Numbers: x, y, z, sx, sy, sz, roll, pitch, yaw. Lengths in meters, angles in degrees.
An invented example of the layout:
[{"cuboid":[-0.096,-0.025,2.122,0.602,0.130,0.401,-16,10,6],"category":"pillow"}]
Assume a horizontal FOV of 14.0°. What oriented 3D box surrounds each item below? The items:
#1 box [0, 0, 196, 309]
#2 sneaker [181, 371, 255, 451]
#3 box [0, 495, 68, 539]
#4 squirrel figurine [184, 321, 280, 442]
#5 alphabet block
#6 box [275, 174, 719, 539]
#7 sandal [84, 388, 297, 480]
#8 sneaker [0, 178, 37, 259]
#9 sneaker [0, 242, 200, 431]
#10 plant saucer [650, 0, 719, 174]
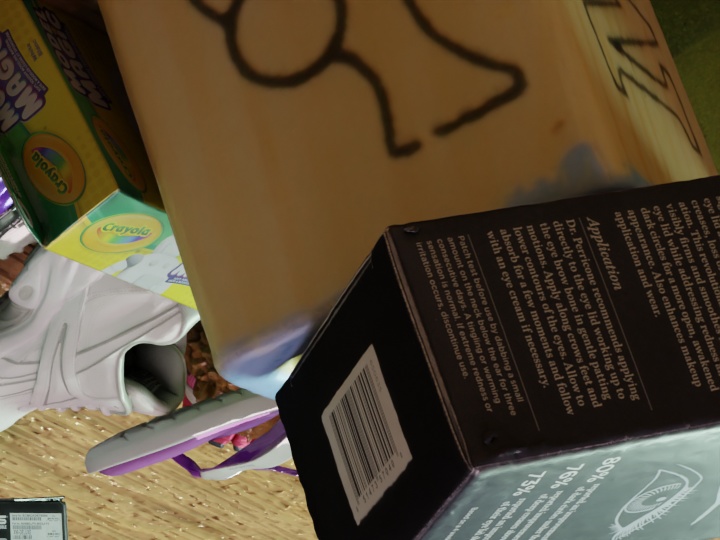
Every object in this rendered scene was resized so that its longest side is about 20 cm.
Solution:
[{"cuboid":[-0.107,-0.050,1.280,0.048,0.117,0.200,-37,154,17],"category":"box"},{"cuboid":[-0.004,0.041,1.653,0.200,0.081,0.075,-17,132,-24],"category":"sneaker"},{"cuboid":[-0.291,0.161,1.672,0.158,0.050,0.200,-12,169,44],"category":"box"},{"cuboid":[0.000,0.000,1.477,0.200,0.142,0.187,-12,152,-24],"category":"squirrel figurine"},{"cuboid":[0.029,-0.062,1.253,0.195,0.200,0.196,-25,158,16],"category":"alphabet block"},{"cuboid":[0.090,0.046,1.147,0.200,0.104,0.148,-9,156,-25],"category":"box"},{"cuboid":[-0.035,0.074,1.411,0.202,0.050,0.082,-19,178,4],"category":"sandal"},{"cuboid":[-0.241,-0.022,1.318,0.200,0.070,0.100,-28,151,11],"category":"sneaker"},{"cuboid":[-0.134,0.043,1.398,0.078,0.099,0.200,-47,-178,-36],"category":"sneaker"},{"cuboid":[0.196,-0.080,1.344,0.200,0.200,0.048,-32,135,30],"category":"plant saucer"}]
